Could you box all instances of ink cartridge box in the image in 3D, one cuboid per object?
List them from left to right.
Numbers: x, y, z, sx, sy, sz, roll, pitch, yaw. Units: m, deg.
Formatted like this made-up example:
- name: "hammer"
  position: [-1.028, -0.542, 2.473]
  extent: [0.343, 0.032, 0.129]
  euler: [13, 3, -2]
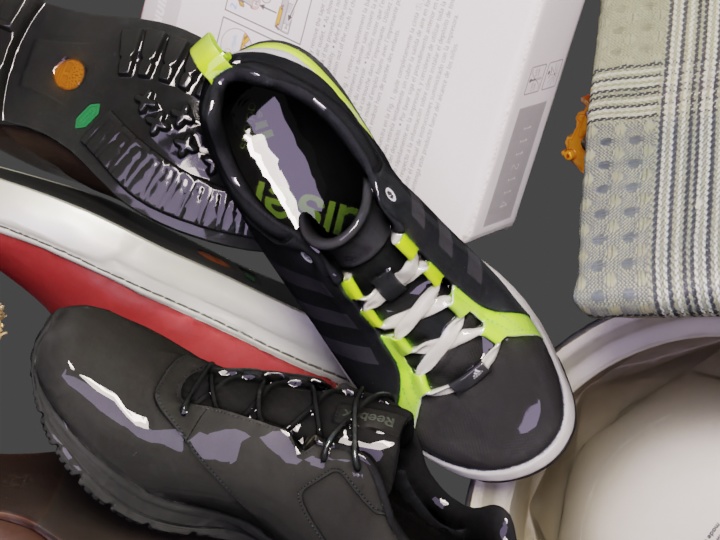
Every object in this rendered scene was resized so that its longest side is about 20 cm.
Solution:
- name: "ink cartridge box"
  position: [0.008, -0.138, 0.813]
  extent: [0.175, 0.045, 0.201]
  euler: [29, 116, 26]

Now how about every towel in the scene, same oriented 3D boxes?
- name: "towel"
  position: [0.173, -0.067, 0.706]
  extent: [0.191, 0.035, 0.201]
  euler: [-5, 52, 22]

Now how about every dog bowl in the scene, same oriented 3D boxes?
- name: "dog bowl"
  position: [0.141, 0.107, 0.809]
  extent: [0.198, 0.074, 0.202]
  euler: [0, 90, 9]

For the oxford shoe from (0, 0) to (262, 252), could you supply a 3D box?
- name: "oxford shoe"
  position: [-0.095, -0.062, 0.846]
  extent: [0.199, 0.084, 0.073]
  euler: [27, 81, 12]

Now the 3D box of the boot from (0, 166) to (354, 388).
- name: "boot"
  position: [-0.106, 0.051, 0.836]
  extent: [0.199, 0.072, 0.145]
  euler: [27, 97, -10]

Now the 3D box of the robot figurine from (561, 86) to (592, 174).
- name: "robot figurine"
  position: [0.179, -0.015, 0.758]
  extent: [0.200, 0.144, 0.059]
  euler: [37, 127, 26]

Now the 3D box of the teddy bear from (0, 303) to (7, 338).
- name: "teddy bear"
  position: [-0.212, 0.037, 0.874]
  extent: [0.144, 0.067, 0.202]
  euler: [3, 90, 12]

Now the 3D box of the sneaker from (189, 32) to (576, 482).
- name: "sneaker"
  position: [0.000, 0.000, 0.754]
  extent: [0.072, 0.083, 0.200]
  euler: [-41, 88, 9]

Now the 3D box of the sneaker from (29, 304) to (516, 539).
- name: "sneaker"
  position: [-0.028, 0.067, 0.760]
  extent: [0.199, 0.076, 0.091]
  euler: [33, 129, -8]

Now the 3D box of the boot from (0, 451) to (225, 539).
- name: "boot"
  position: [-0.136, 0.165, 0.836]
  extent: [0.185, 0.064, 0.201]
  euler: [18, 120, 9]
